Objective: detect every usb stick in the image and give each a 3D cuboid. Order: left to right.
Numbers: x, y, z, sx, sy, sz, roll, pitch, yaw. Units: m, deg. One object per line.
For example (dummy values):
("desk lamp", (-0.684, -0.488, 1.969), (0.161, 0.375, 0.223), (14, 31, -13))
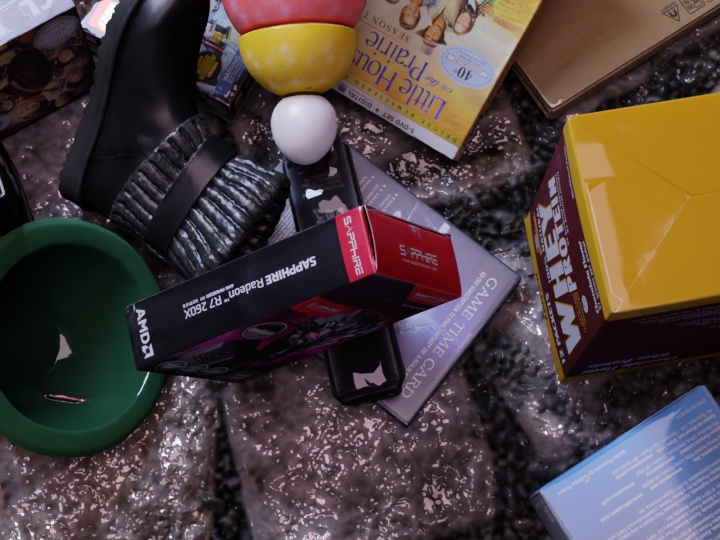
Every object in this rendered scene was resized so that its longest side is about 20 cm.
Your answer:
("usb stick", (-0.013, -0.001, 1.096), (0.055, 0.033, 0.202), (-15, 74, 4))

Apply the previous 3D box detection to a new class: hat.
("hat", (-0.267, 0.053, 1.094), (0.199, 0.175, 0.168), (8, 79, -44))

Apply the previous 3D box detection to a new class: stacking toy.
("stacking toy", (-0.047, -0.177, 1.092), (0.144, 0.146, 0.202), (-3, 90, -3))

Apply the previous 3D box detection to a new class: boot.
("boot", (-0.115, -0.103, 1.079), (0.157, 0.079, 0.213), (29, 110, 21))

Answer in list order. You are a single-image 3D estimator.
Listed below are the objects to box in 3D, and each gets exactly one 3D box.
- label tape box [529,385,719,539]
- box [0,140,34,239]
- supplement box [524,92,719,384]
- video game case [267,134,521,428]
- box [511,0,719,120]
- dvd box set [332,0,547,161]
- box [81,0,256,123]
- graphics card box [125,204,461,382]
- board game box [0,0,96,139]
("label tape box", (0.231, 0.204, 1.043), (0.142, 0.066, 0.201), (-30, 79, -10))
("box", (-0.337, -0.032, 1.045), (0.198, 0.164, 0.087), (-18, 74, -8))
("supplement box", (0.232, -0.022, 1.039), (0.195, 0.200, 0.134), (-9, 74, -5))
("video game case", (0.000, 0.000, 1.121), (0.199, 0.019, 0.143), (38, 76, 8))
("box", (0.185, -0.236, 1.194), (0.199, 0.021, 0.164), (-32, 74, -9))
("dvd box set", (0.060, -0.206, 1.139), (0.146, 0.029, 0.201), (32, 98, 10))
("box", (-0.112, -0.233, 1.177), (0.136, 0.040, 0.201), (26, 74, 7))
("graphics card box", (-0.045, 0.021, 1.015), (0.199, 0.125, 0.051), (-21, 73, 26))
("board game box", (-0.291, -0.128, 1.091), (0.199, 0.136, 0.035), (-31, 76, -10))
